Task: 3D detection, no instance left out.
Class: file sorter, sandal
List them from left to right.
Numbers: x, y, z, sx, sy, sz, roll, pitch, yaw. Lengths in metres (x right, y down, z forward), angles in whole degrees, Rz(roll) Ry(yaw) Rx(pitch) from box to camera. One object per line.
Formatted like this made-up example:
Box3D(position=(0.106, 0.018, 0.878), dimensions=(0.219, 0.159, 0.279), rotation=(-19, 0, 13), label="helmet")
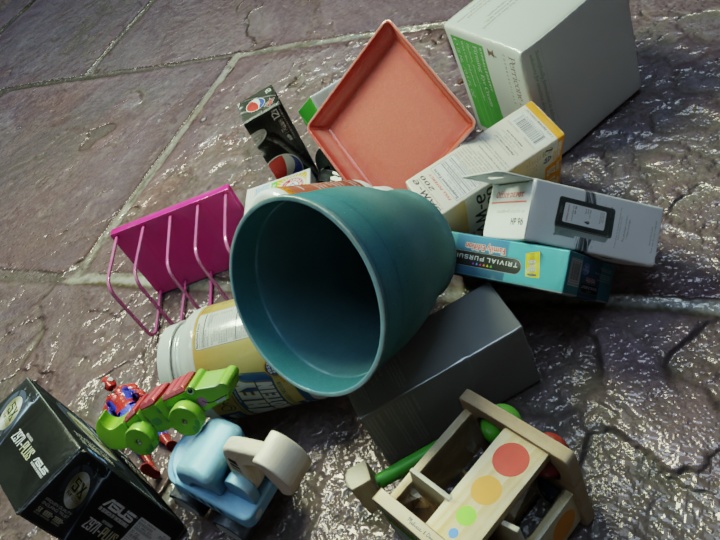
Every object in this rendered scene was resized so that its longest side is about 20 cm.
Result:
Box3D(position=(-0.252, -0.005, 1.089), dimensions=(0.198, 0.139, 0.126), rotation=(-19, 43, 10), label="file sorter")
Box3D(position=(-0.021, -0.108, 1.069), dimensions=(0.048, 0.076, 0.201), rotation=(-17, 58, -29), label="sandal")

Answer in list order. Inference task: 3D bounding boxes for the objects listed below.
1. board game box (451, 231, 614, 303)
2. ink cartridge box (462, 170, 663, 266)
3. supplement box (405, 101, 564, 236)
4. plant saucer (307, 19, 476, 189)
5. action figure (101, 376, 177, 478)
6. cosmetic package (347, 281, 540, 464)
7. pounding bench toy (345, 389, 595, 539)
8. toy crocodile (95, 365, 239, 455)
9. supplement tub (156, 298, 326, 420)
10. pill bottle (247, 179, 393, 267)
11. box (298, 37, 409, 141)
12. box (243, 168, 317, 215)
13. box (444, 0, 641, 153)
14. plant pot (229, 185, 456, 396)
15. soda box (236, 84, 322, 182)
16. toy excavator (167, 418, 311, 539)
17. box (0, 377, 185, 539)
Box3D(position=(0.171, -0.007, 0.855), dimensions=(0.199, 0.150, 0.047), rotation=(12, 91, 37), label="board game box")
Box3D(position=(0.217, -0.057, 0.827), dimensions=(0.116, 0.198, 0.069), rotation=(-166, 87, -77), label="ink cartridge box")
Box3D(position=(0.165, -0.111, 0.966), dimensions=(0.199, 0.126, 0.074), rotation=(-33, 62, -5), label="supplement box")
Box3D(position=(0.042, -0.196, 1.004), dimensions=(0.200, 0.037, 0.200), rotation=(-48, 69, 31), label="plant saucer")
Box3D(position=(-0.307, 0.196, 0.992), dimensions=(0.065, 0.052, 0.199), rotation=(-45, 42, -13), label="action figure")
Box3D(position=(0.087, 0.114, 0.813), dimensions=(0.199, 0.107, 0.090), rotation=(-30, 42, -4), label="cosmetic package")
Box3D(position=(0.098, 0.200, 0.707), dimensions=(0.156, 0.125, 0.199), rotation=(-45, 44, -18), label="pounding bench toy")
Box3D(position=(-0.217, 0.154, 0.833), dimensions=(0.199, 0.062, 0.068), rotation=(-27, 18, 28), label="toy crocodile")
Box3D(position=(-0.133, 0.104, 0.913), dimensions=(0.198, 0.145, 0.146), rotation=(-15, 43, 15), label="supplement tub")
Box3D(position=(-0.036, -0.055, 0.925), dimensions=(0.199, 0.113, 0.112), rotation=(-13, 26, -42), label="pill bottle")
Box3D(position=(0.005, -0.269, 1.182), dimensions=(0.176, 0.097, 0.200), rotation=(-33, 10, -4), label="box")
Box3D(position=(-0.102, -0.036, 1.065), dimensions=(0.111, 0.102, 0.201), rotation=(-17, 43, 13), label="box")
Box3D(position=(0.265, -0.307, 1.060), dimensions=(0.200, 0.200, 0.171), rotation=(-40, 43, -10), label="box")
Box3D(position=(0.000, 0.000, 0.769), dimensions=(0.199, 0.202, 0.187), rotation=(13, 25, 37), label="plant pot")
Box3D(position=(-0.113, -0.177, 1.135), dimensions=(0.063, 0.201, 0.071), rotation=(-28, 41, 2), label="soda box")
Box3D(position=(-0.130, 0.206, 0.773), dimensions=(0.193, 0.201, 0.100), rotation=(20, 58, 23), label="toy excavator")
Box3D(position=(-0.316, 0.239, 0.837), dimensions=(0.086, 0.201, 0.163), rotation=(-46, 44, -17), label="box")
